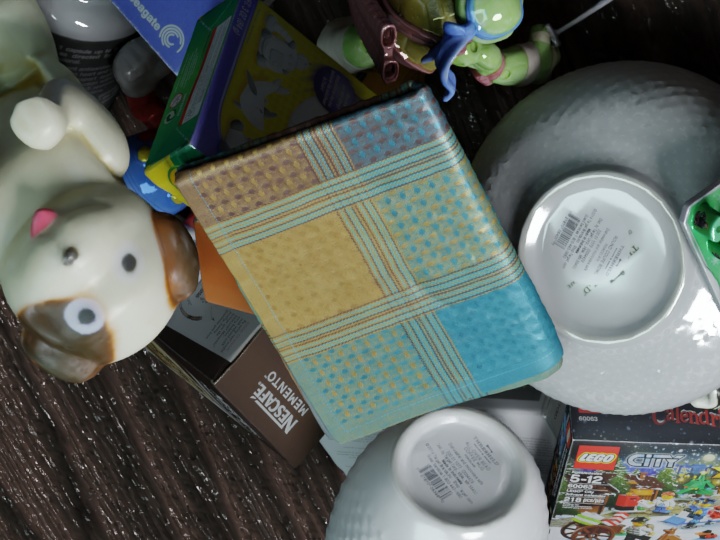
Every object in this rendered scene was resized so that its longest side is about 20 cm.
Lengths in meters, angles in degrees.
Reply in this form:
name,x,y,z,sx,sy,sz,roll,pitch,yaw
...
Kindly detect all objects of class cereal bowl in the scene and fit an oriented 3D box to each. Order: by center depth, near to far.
name,x,y,z,sx,sy,sz,roll,pitch,yaw
cereal bowl,0.142,-0.013,1.025,0.198,0.083,0.203,4,102,19

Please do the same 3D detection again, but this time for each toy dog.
name,x,y,z,sx,sy,sz,roll,pitch,yaw
toy dog,-0.183,-0.026,1.067,0.200,0.139,0.195,47,163,39

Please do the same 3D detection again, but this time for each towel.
name,x,y,z,sx,sy,sz,roll,pitch,yaw
towel,0.009,0.000,0.969,0.145,0.022,0.201,-18,127,16

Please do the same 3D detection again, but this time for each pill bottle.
name,x,y,z,sx,sy,sz,roll,pitch,yaw
pill bottle,-0.191,-0.166,1.182,0.113,0.114,0.200,34,138,-2

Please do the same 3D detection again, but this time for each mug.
name,x,y,z,sx,sy,sz,roll,pitch,yaw
mug,0.061,0.193,1.195,0.176,0.146,0.201,101,149,-53

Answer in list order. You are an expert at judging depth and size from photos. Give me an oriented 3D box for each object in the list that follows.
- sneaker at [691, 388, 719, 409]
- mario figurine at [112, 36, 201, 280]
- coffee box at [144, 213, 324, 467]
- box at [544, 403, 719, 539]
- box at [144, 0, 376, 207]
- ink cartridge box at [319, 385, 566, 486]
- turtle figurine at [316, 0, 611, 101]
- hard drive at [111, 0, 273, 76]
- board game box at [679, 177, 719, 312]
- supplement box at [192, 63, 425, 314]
name,x,y,z,sx,sy,sz,roll,pitch,yaw
sneaker,0.174,-0.005,1.091,0.200,0.077,0.075,46,137,-12
mario figurine,-0.128,-0.066,1.173,0.199,0.107,0.123,-34,139,29
coffee box,-0.101,0.034,1.261,0.199,0.080,0.113,33,166,45
box,0.223,0.135,1.200,0.197,0.038,0.137,2,143,-2
box,-0.017,-0.048,1.019,0.199,0.118,0.048,38,139,-29
ink cartridge box,0.073,0.129,1.307,0.198,0.044,0.174,1,143,30
turtle figurine,0.056,-0.174,1.054,0.143,0.202,0.193,32,165,-35
hard drive,-0.072,-0.221,1.029,0.200,0.025,0.132,-45,82,19
board game box,0.289,-0.005,0.996,0.201,0.199,0.026,60,172,-28
supplement box,-0.025,-0.059,1.114,0.066,0.201,0.069,13,135,21
